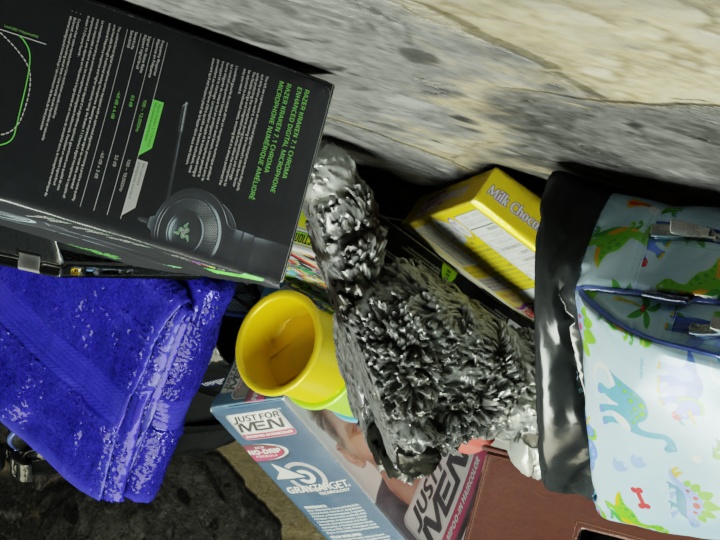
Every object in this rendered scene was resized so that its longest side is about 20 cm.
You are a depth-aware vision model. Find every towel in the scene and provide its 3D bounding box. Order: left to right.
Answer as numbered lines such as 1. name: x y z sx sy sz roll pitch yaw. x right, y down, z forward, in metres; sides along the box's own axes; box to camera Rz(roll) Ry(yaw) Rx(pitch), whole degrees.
1. towel: -0.157 0.036 1.682 0.148 0.200 0.050 36 -135 12

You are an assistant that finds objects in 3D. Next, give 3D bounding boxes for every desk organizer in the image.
1. desk organizer: 0.163 0.166 1.723 0.199 0.077 0.072 13 175 18

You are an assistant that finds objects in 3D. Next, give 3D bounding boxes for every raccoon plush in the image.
1. raccoon plush: 0.057 0.019 1.474 0.134 0.200 0.097 -19 -151 -11

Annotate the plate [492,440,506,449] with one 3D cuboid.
1. plate: 0.057 0.111 1.871 0.200 0.032 0.200 31 147 -10

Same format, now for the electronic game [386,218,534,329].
1. electronic game: 0.049 0.004 1.785 0.199 0.042 0.200 11 168 2

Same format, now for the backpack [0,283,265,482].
1. backpack: -0.125 0.039 1.846 0.190 0.154 0.200 15 140 -44

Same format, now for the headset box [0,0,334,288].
1. headset box: -0.131 -0.063 1.266 0.200 0.093 0.174 17 175 -28

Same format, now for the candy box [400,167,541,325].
1. candy box: 0.082 -0.007 1.481 0.102 0.026 0.200 34 173 -6

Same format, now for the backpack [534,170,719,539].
1. backpack: 0.177 0.050 1.305 0.199 0.164 0.154 2 -144 8

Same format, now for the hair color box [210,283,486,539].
1. hair color box: 0.002 0.105 1.776 0.060 0.100 0.200 -10 134 38

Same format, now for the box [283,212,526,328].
1. box: 0.000 0.000 1.611 0.110 0.035 0.200 16 170 34

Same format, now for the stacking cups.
1. stacking cups: 0.011 0.061 1.683 0.060 0.061 0.200 11 174 38

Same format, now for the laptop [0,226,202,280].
1. laptop: -0.204 -0.067 1.533 0.187 0.116 0.200 12 -174 32
